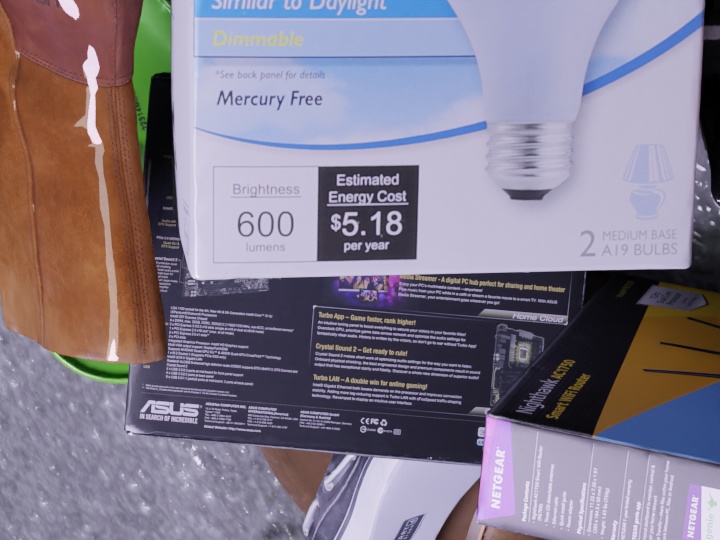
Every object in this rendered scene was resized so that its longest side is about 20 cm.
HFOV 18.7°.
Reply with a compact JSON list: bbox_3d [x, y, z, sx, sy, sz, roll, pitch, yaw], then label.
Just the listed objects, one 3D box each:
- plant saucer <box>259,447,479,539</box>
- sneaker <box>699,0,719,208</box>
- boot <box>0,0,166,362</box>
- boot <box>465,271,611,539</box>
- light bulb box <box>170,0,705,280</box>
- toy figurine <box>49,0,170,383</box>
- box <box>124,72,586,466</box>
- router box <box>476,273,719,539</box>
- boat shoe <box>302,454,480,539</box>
[{"bbox_3d":[0.013,0.083,1.155,0.199,0.029,0.201,20,128,28],"label":"plant saucer"},{"bbox_3d":[0.160,-0.113,0.858,0.075,0.088,0.201,4,119,38],"label":"sneaker"},{"bbox_3d":[-0.138,-0.075,0.893,0.188,0.068,0.201,17,118,45],"label":"boot"},{"bbox_3d":[0.102,0.101,1.048,0.075,0.074,0.201,26,117,10],"label":"boot"},{"bbox_3d":[0.025,-0.109,0.844,0.197,0.125,0.201,-2,104,-8],"label":"light bulb box"},{"bbox_3d":[-0.130,-0.055,1.080,0.149,0.184,0.201,-20,97,1],"label":"toy figurine"},{"bbox_3d":[0.000,0.000,0.973,0.199,0.044,0.161,4,98,-1],"label":"box"},{"bbox_3d":[0.146,0.062,0.882,0.148,0.200,0.051,10,108,17],"label":"router box"},{"bbox_3d":[0.018,0.093,1.092,0.068,0.071,0.200,59,146,28],"label":"boat shoe"}]
